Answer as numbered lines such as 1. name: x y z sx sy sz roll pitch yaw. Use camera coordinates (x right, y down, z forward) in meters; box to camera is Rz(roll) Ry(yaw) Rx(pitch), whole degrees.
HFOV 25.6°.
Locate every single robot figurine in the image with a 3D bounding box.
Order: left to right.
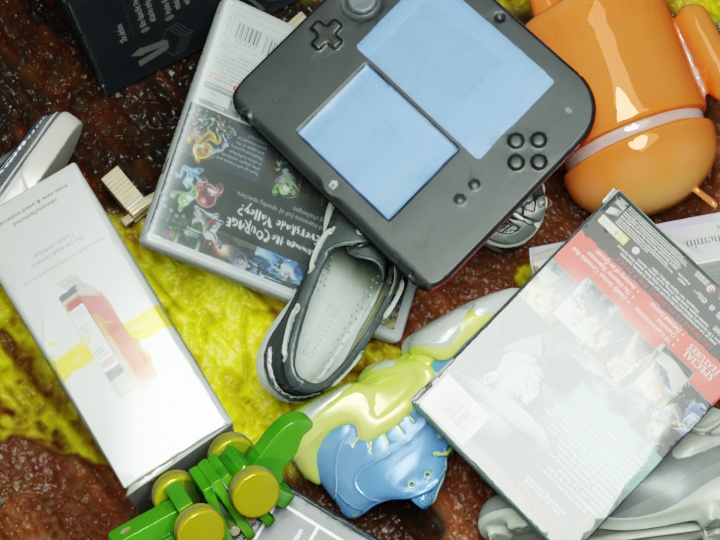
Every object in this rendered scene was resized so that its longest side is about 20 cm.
1. robot figurine: 0.178 -0.122 1.114 0.142 0.117 0.202 -16 79 -20

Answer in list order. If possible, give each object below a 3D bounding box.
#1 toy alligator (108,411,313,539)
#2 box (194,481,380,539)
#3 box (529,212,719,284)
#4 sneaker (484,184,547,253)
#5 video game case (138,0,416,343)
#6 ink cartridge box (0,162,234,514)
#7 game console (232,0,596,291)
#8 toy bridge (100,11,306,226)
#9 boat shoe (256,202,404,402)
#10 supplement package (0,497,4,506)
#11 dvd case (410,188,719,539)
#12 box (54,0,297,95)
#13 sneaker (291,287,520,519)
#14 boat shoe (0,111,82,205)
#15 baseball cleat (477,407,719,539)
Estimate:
1. toy alligator: -0.105 0.159 0.956 0.199 0.059 0.055 -34 119 -10
2. box: -0.056 0.253 1.019 0.197 0.123 0.201 31 76 5
3. box: 0.215 -0.008 1.091 0.197 0.042 0.039 -11 58 5
4. sneaker: 0.068 -0.101 1.111 0.073 0.079 0.202 -20 76 -2
5. video game case: -0.036 -0.068 1.110 0.198 0.023 0.184 22 76 -19
6. ink cartridge box: -0.165 0.049 1.053 0.083 0.145 0.201 -30 80 -9
7. game console: 0.038 -0.110 1.058 0.177 0.031 0.200 -43 74 -11
8. toy bridge: -0.095 -0.098 1.147 0.200 0.027 0.067 -42 83 -9
9. boat shoe: 0.000 0.000 1.071 0.075 0.060 0.202 29 74 -16
10. supplement package: -0.364 0.125 1.048 0.155 0.111 0.200 -41 81 -10
11. dvd case: 0.151 0.066 1.035 0.146 0.022 0.200 43 81 11
12. box: -0.127 -0.242 1.091 0.198 0.197 0.118 -28 78 -7
13. sneaker: 0.049 0.098 1.088 0.199 0.076 0.106 -32 88 4
14. boat shoe: -0.284 -0.045 1.105 0.092 0.075 0.201 34 79 -1
15. baseball cleat: 0.177 0.141 1.072 0.197 0.070 0.107 -3 53 8
